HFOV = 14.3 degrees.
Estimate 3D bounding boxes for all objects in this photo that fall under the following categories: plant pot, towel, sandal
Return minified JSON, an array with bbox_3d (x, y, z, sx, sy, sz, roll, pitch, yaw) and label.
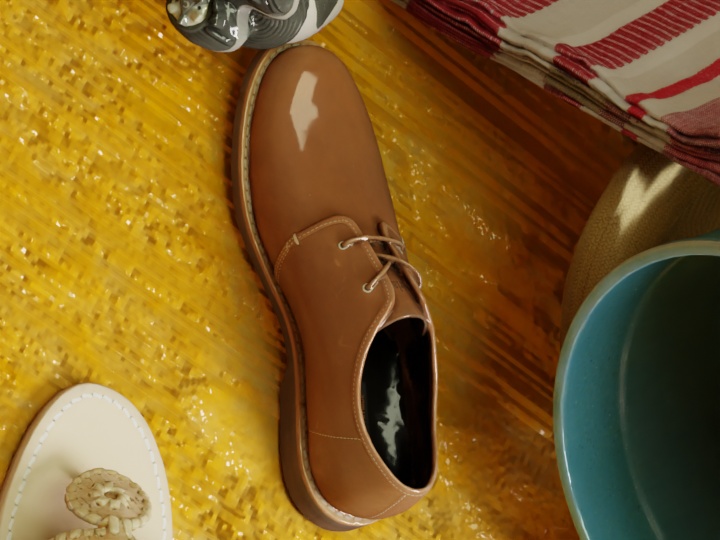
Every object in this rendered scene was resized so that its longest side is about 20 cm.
[{"bbox_3d":[0.211,0.053,1.121,0.188,0.200,0.200,-25,95,-39],"label":"plant pot"},{"bbox_3d":[0.122,-0.111,1.190,0.144,0.200,0.023,-30,138,-35],"label":"towel"},{"bbox_3d":[-0.098,0.140,1.046,0.078,0.070,0.212,26,67,-28],"label":"sandal"}]

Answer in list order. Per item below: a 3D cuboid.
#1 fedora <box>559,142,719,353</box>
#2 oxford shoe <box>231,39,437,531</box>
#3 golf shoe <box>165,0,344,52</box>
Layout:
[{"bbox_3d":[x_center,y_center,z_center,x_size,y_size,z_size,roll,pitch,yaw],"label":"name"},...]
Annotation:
[{"bbox_3d":[0.154,0.000,1.227,0.200,0.082,0.201,-8,106,-29],"label":"fedora"},{"bbox_3d":[0.000,0.000,1.143,0.071,0.071,0.201,-8,83,-34],"label":"oxford shoe"},{"bbox_3d":[-0.064,-0.182,1.146,0.088,0.077,0.200,-6,79,-63],"label":"golf shoe"}]
